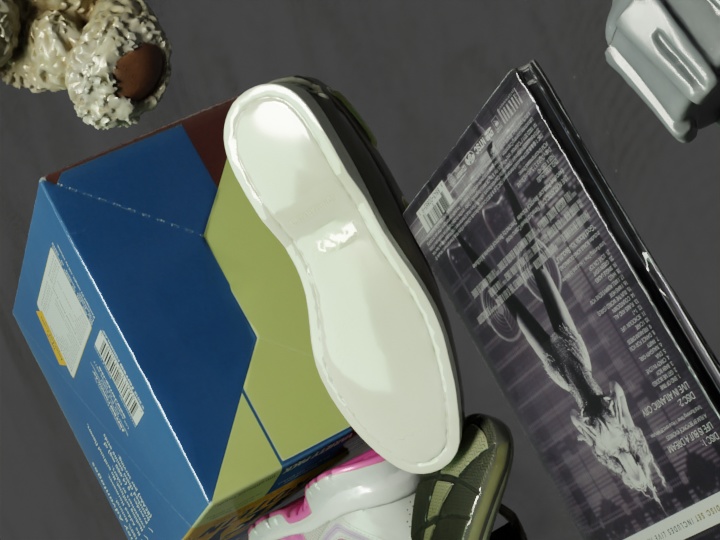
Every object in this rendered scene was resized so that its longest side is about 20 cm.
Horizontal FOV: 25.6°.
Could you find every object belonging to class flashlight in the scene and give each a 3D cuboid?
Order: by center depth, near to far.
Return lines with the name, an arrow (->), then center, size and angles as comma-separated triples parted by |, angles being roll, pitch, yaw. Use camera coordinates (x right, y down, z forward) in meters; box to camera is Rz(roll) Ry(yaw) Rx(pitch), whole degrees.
flashlight -> 0.062, -0.129, 0.518 | 0.201, 0.067, 0.068 | 56, 153, 22

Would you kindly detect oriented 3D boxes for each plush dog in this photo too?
plush dog -> -0.231, -0.170, 0.960 | 0.160, 0.170, 0.202 | 22, 132, 58

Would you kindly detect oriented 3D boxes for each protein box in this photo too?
protein box -> -0.095, 0.047, 0.924 | 0.200, 0.134, 0.200 | 60, 155, 12

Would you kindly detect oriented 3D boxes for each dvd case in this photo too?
dvd case -> 0.092, 0.031, 0.667 | 0.202, 0.016, 0.149 | 61, 155, 12

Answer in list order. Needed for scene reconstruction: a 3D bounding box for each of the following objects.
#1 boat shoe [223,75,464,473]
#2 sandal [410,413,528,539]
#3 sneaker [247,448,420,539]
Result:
boat shoe -> 0.003, -0.001, 0.771 | 0.071, 0.060, 0.204 | -23, 96, 26
sandal -> 0.060, 0.165, 0.803 | 0.080, 0.057, 0.204 | -123, 33, -66
sneaker -> -0.003, 0.163, 0.908 | 0.089, 0.081, 0.200 | 63, 157, 10
